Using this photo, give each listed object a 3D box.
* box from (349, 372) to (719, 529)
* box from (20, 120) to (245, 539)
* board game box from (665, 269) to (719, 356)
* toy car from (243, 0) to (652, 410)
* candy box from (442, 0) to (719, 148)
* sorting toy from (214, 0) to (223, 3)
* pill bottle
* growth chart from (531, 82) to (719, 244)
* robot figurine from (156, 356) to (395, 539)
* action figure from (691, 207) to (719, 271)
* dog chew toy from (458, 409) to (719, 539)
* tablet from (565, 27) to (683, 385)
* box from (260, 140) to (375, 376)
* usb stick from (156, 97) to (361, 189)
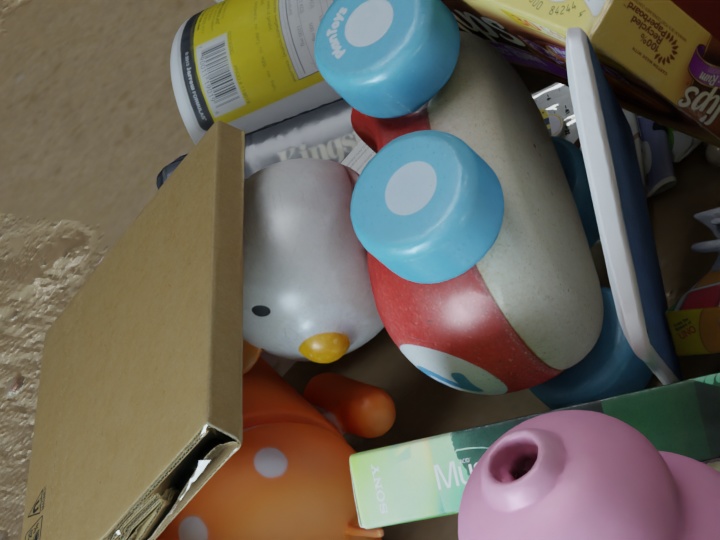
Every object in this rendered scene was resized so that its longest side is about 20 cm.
[{"bbox_3d":[0.115,0.067,0.915,0.200,0.144,0.036,-17,82,30],"label":"box"},{"bbox_3d":[-0.101,0.049,0.989,0.163,0.021,0.200,-48,27,32],"label":"box"},{"bbox_3d":[0.236,0.000,0.930,0.200,0.030,0.096,-4,20,37],"label":"board game box"},{"bbox_3d":[0.000,0.000,1.022,0.200,0.184,0.177,-27,52,20],"label":"toy car"},{"bbox_3d":[0.082,-0.125,0.991,0.200,0.117,0.056,28,88,48],"label":"candy box"},{"bbox_3d":[-0.005,-0.265,1.279,0.199,0.200,0.070,-35,48,-22],"label":"sorting toy"},{"bbox_3d":[0.003,-0.124,1.229,0.200,0.112,0.112,-21,41,25],"label":"pill bottle"},{"bbox_3d":[0.093,-0.049,1.135,0.200,0.018,0.145,-27,44,9],"label":"growth chart"},{"bbox_3d":[-0.062,0.102,1.053,0.200,0.144,0.117,41,126,54],"label":"robot figurine"},{"bbox_3d":[0.218,-0.036,0.910,0.130,0.069,0.200,2,28,38],"label":"action figure"},{"bbox_3d":[0.105,0.123,0.808,0.125,0.200,0.125,-25,39,22],"label":"dog chew toy"},{"bbox_3d":[0.111,-0.018,0.930,0.014,0.200,0.130,-12,80,11],"label":"tablet"},{"bbox_3d":[-0.002,-0.024,1.129,0.200,0.039,0.041,-48,48,19],"label":"box"},{"bbox_3d":[-0.013,-0.062,1.170,0.200,0.033,0.055,-19,69,16],"label":"usb stick"}]
